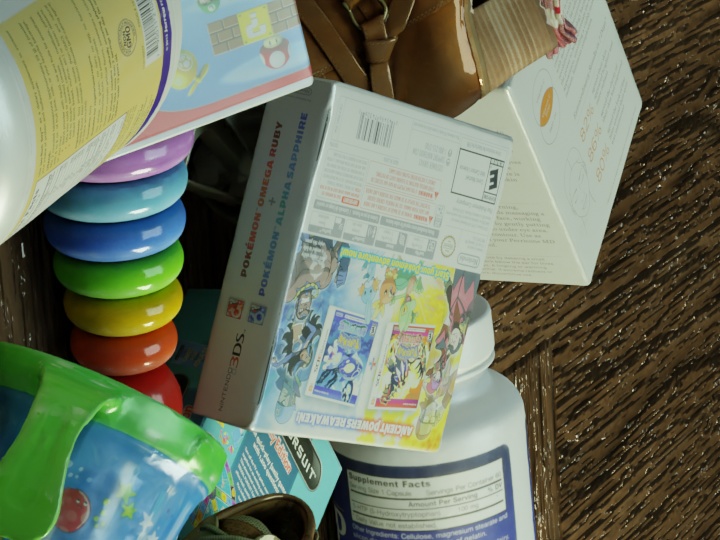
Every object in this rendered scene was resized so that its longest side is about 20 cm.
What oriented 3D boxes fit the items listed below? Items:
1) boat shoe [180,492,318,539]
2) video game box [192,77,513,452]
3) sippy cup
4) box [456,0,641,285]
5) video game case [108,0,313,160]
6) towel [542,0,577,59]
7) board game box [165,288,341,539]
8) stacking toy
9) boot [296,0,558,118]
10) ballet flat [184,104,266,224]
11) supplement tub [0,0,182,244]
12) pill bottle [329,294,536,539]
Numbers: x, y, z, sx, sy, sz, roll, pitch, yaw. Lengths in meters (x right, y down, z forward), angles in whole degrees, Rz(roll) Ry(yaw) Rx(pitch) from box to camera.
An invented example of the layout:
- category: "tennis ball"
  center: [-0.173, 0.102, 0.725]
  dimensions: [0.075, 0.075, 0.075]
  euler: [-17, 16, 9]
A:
- category: "boat shoe"
  center: [-0.070, 0.153, 1.446]
  dimensions: [0.200, 0.075, 0.074]
  euler: [-36, 146, -73]
- category: "video game box"
  center: [0.000, 0.000, 1.590]
  dimensions: [0.200, 0.047, 0.183]
  euler: [13, 89, -59]
- category: "sippy cup"
  center: [-0.146, 0.117, 1.357]
  dimensions: [0.178, 0.139, 0.131]
  euler: [41, 66, -49]
- category: "box"
  center: [0.088, -0.110, 1.863]
  dimensions: [0.200, 0.106, 0.153]
  euler: [63, 38, -48]
- category: "video game case"
  center: [-0.106, -0.157, 1.358]
  dimensions: [0.143, 0.017, 0.201]
  euler: [-22, 112, -23]
- category: "towel"
  center: [0.074, -0.224, 1.687]
  dimensions: [0.144, 0.023, 0.200]
  euler: [62, -4, 26]
- category: "board game box"
  center: [-0.082, 0.134, 1.583]
  dimensions: [0.151, 0.047, 0.200]
  euler: [67, 35, -43]
- category: "stacking toy"
  center: [-0.118, 0.000, 1.461]
  dimensions: [0.085, 0.085, 0.201]
  euler: [-42, 134, -57]
- category: "boot"
  center: [0.002, -0.172, 1.659]
  dimensions: [0.201, 0.154, 0.074]
  euler: [63, -5, -1]
- category: "ballet flat"
  center: [-0.088, -0.083, 1.530]
  dimensions: [0.064, 0.067, 0.200]
  euler: [-67, 150, -18]
- category: "supplement tub"
  center: [-0.177, -0.080, 1.235]
  dimensions: [0.200, 0.145, 0.146]
  euler: [-45, 132, -56]
- category: "pill bottle"
  center: [0.041, 0.118, 1.768]
  dimensions: [0.120, 0.119, 0.201]
  euler: [-39, 127, -59]
